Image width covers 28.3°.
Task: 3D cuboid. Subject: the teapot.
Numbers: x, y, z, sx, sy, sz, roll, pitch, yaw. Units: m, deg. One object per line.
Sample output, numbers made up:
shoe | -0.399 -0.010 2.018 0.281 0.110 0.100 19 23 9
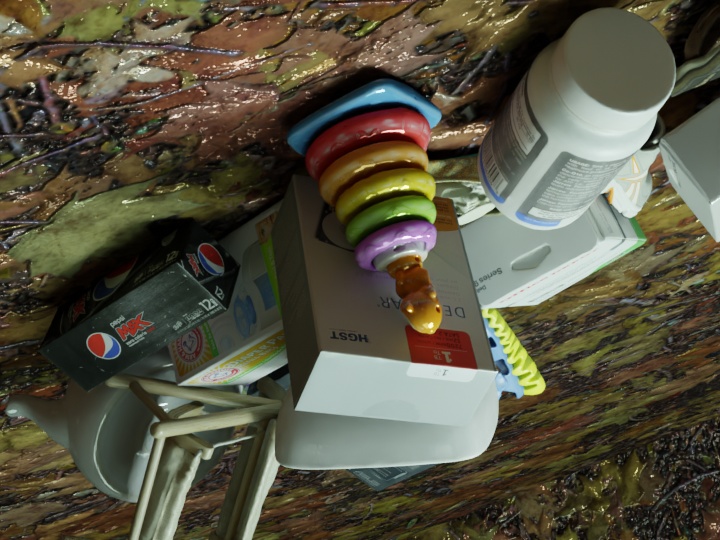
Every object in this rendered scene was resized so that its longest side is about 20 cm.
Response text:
teapot | -0.231 0.134 1.506 0.198 0.146 0.200 -51 131 -1

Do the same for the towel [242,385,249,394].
towel | -0.080 0.145 1.654 0.198 0.023 0.144 -2 145 42

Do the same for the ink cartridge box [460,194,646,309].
ink cartridge box | 0.192 -0.031 1.444 0.145 0.085 0.200 -30 169 19

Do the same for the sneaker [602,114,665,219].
sneaker | 0.263 -0.111 1.380 0.092 0.076 0.200 -37 162 17

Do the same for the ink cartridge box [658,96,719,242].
ink cartridge box | 0.392 -0.129 1.352 0.199 0.085 0.145 -35 159 6

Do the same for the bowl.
bowl | 0.023 0.109 1.296 0.197 0.076 0.200 -5 -165 11

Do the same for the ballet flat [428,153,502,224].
ballet flat | 0.059 -0.069 1.312 0.198 0.071 0.071 -7 159 -29

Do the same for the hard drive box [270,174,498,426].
hard drive box | 0.015 0.024 1.201 0.154 0.202 0.077 7 135 -20

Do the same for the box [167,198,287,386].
box | -0.091 0.025 1.366 0.199 0.114 0.101 -29 159 33

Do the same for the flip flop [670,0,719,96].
flip flop | 0.311 -0.199 1.207 0.080 0.058 0.200 -18 177 -14

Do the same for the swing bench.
swing bench | -0.166 0.217 1.414 0.198 0.130 0.201 6 109 -37

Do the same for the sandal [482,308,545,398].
sandal | 0.117 0.078 1.477 0.087 0.080 0.201 -34 123 3

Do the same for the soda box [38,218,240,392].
soda box | -0.207 0.035 1.327 0.199 0.064 0.071 -30 119 31

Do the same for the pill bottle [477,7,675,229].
pill bottle | 0.179 -0.125 1.191 0.112 0.115 0.200 -11 161 -19

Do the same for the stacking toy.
stacking toy | 0.025 -0.041 1.149 0.109 0.202 0.116 -27 159 25

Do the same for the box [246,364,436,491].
box | -0.001 0.147 1.528 0.199 0.051 0.157 36 139 -20
